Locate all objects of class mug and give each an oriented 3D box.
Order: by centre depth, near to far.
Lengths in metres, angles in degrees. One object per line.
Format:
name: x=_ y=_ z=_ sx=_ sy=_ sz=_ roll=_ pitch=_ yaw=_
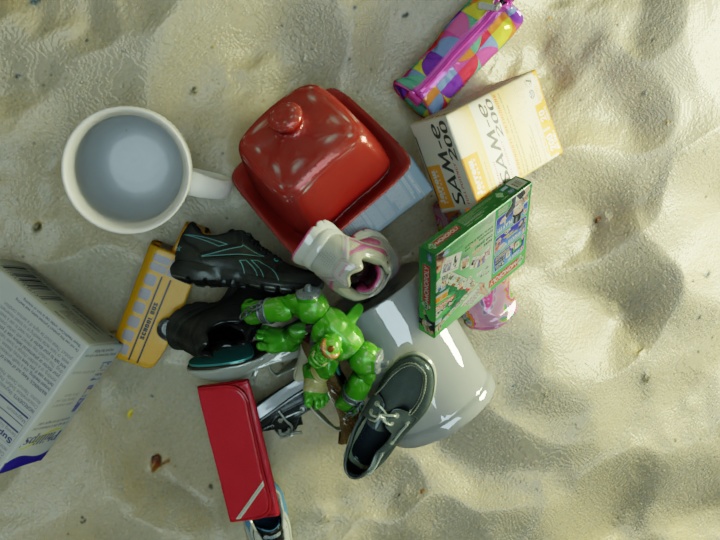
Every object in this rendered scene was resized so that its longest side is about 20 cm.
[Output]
mug: x=-0.260 y=-0.125 z=1.038 sx=0.198 sy=0.175 sz=0.149 roll=12 pitch=98 yaw=-12

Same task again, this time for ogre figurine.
ogre figurine: x=-0.051 y=0.092 z=1.033 sx=0.120 sy=0.098 sz=0.201 roll=-39 pitch=81 yaw=39

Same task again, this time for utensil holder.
utensil holder: x=0.066 y=0.113 z=1.141 sx=0.169 sy=0.170 sz=0.201 roll=-32 pitch=101 yaw=-3

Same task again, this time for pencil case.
pencil case: x=0.134 y=-0.298 z=1.124 sx=0.088 sy=0.088 sz=0.200 roll=40 pitch=92 yaw=-14
pencil case: x=0.166 y=-0.014 z=1.180 sx=0.087 sy=0.087 sz=0.202 roll=-20 pitch=103 yaw=-6

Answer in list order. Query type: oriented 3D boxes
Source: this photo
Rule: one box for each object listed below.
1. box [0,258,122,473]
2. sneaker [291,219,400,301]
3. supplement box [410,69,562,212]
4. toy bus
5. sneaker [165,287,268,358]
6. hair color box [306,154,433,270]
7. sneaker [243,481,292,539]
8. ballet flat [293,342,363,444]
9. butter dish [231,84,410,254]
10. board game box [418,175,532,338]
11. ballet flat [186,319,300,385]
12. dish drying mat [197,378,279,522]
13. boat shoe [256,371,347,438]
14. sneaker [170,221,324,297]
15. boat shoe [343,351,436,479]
box: x=-0.447 y=0.119 z=1.057 sx=0.183 sy=0.105 sz=0.201 roll=37 pitch=92 yaw=9
sneaker: x=0.000 y=0.000 z=1.032 sx=0.088 sy=0.199 sz=0.082 roll=43 pitch=109 yaw=25
supplement box: x=0.175 y=-0.176 z=1.111 sx=0.199 sy=0.073 sz=0.127 roll=-32 pitch=106 yaw=-34
toy bus: x=-0.268 y=0.029 z=1.120 sx=0.078 sy=0.065 sz=0.201 roll=21 pitch=96 yaw=-11
sneaker: x=-0.158 y=0.060 z=1.106 sx=0.199 sy=0.090 sz=0.076 roll=-35 pitch=129 yaw=-29
hair color box: x=-0.005 y=-0.078 z=1.128 sx=0.199 sy=0.099 sz=0.061 roll=-37 pitch=105 yaw=-2
sneaker: x=-0.130 y=0.396 z=1.202 sx=0.071 sy=0.072 sz=0.202 roll=-16 pitch=103 yaw=-8
ballet flat: x=-0.048 y=0.154 z=1.129 sx=0.072 sy=0.068 sz=0.201 roll=-26 pitch=102 yaw=1
butter dish: x=-0.071 y=-0.156 z=1.041 sx=0.200 sy=0.148 sz=0.200 roll=-40 pitch=59 yaw=-3
board game box: x=0.149 y=-0.019 z=1.059 sx=0.200 sy=0.029 sz=0.135 roll=-35 pitch=139 yaw=-34
ballet flat: x=-0.142 y=0.127 z=1.161 sx=0.198 sy=0.069 sz=0.070 roll=-19 pitch=102 yaw=-10
dish drying mat: x=-0.167 y=0.249 z=1.129 sx=0.076 sy=0.018 sz=0.202 roll=-9 pitch=102 yaw=11
boat shoe: x=-0.106 y=0.203 z=1.173 sx=0.199 sy=0.074 sz=0.068 roll=-33 pitch=89 yaw=-12
sneaker: x=-0.142 y=-0.012 z=1.058 sx=0.198 sy=0.075 sz=0.080 roll=10 pitch=77 yaw=-5
boat shoe: x=0.035 y=0.191 z=1.055 sx=0.073 sy=0.062 sz=0.201 roll=34 pitch=119 yaw=7
